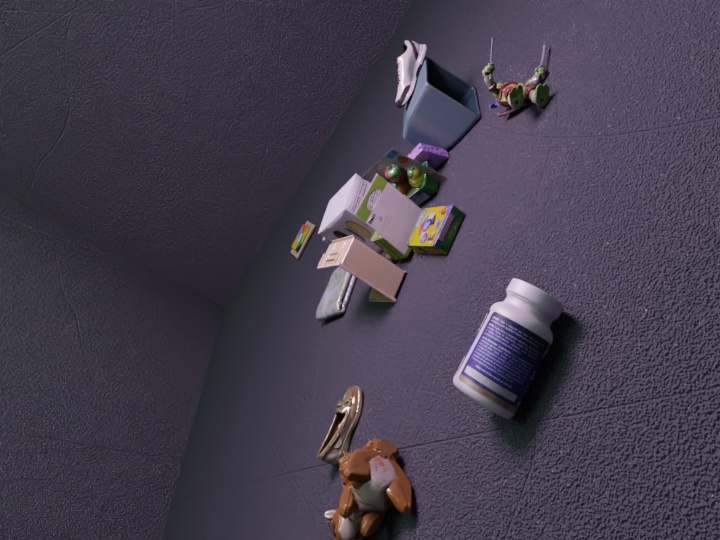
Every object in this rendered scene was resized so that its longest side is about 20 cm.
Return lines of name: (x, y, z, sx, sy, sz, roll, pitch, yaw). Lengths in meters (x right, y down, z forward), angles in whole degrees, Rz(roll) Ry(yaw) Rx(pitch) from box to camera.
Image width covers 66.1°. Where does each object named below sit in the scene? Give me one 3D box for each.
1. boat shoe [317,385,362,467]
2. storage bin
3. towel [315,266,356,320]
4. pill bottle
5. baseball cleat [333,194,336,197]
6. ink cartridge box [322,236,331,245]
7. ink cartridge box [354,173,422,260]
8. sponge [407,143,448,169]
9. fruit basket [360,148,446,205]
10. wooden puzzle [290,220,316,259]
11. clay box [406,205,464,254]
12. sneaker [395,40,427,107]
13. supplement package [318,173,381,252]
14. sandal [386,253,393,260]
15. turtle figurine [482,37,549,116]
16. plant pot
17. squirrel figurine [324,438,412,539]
boat shoe: (-0.050, 0.383, 1.395, 0.073, 0.062, 0.205, -24, 42, 60)
storage bin: (0.000, 0.000, 1.578, 0.096, 0.197, 0.197, -63, 19, -13)
towel: (-0.080, 0.070, 1.921, 0.170, 0.047, 0.205, -29, 37, 59)
pill bottle: (0.244, 0.125, 0.907, 0.204, 0.114, 0.116, -62, 19, 0)
baseball cleat: (-0.088, -0.235, 2.265, 0.069, 0.105, 0.205, -13, 53, 58)
ink cartridge box: (-0.040, -0.148, 1.942, 0.047, 0.157, 0.204, -41, 27, 44)
ink cartridge box: (0.076, -0.151, 1.567, 0.150, 0.198, 0.075, -60, 19, -19)
sponge: (0.168, -0.311, 1.701, 0.199, 0.109, 0.031, -41, 54, 47)
fruit basket: (0.125, -0.266, 1.623, 0.184, 0.195, 0.097, -31, 50, 54)
wooden puzzle: (-0.298, -0.160, 2.812, 0.189, 0.037, 0.200, -62, 19, 2)
clay box: (0.189, -0.107, 1.465, 0.117, 0.047, 0.199, -65, 20, -7)
sneaker: (0.133, -0.589, 1.656, 0.074, 0.078, 0.206, -179, 106, -75)
supplement package: (0.002, -0.164, 1.797, 0.190, 0.197, 0.150, -35, 31, 52)
sandal: (0.110, -0.121, 1.677, 0.080, 0.053, 0.205, -27, 39, 58)
turtle figurine: (0.376, -0.472, 1.336, 0.203, 0.141, 0.195, -57, 23, 21)
plant pot: (0.223, -0.478, 1.678, 0.201, 0.192, 0.199, -52, 20, 37)
squirrel figurine: (0.007, 0.448, 1.109, 0.201, 0.138, 0.190, -72, 7, -69)
